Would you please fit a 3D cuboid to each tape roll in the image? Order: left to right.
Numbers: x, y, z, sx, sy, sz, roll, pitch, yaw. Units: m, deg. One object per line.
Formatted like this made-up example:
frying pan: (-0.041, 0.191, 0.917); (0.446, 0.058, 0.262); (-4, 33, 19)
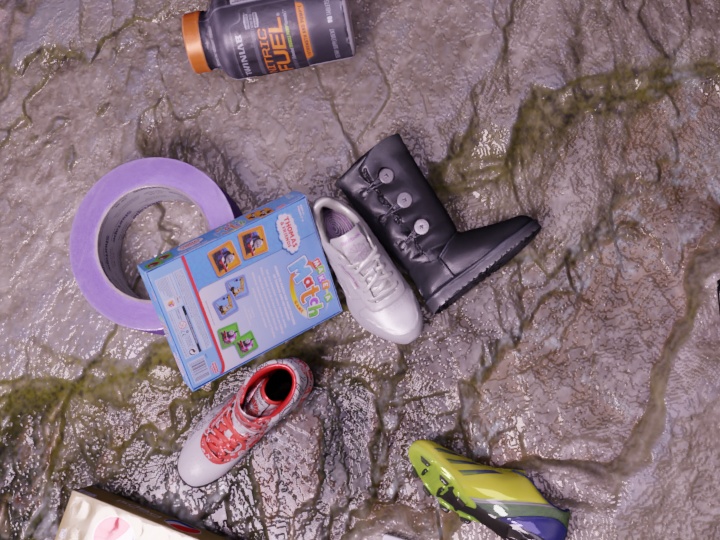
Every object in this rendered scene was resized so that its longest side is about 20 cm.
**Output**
tape roll: (-0.233, -0.026, 1.164); (0.197, 0.085, 0.203); (-1, 83, 6)

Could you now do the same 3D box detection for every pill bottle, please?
pill bottle: (-0.110, -0.288, 1.176); (0.198, 0.106, 0.108); (-10, 82, 4)

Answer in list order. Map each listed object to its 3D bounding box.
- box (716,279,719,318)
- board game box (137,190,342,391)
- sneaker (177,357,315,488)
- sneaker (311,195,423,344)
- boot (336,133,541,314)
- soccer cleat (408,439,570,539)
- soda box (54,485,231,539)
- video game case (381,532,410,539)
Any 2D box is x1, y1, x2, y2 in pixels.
box: (0.452, 0.097, 1.049); (0.085, 0.164, 0.203); (-4, 83, 4)
board game box: (-0.129, 0.021, 1.102); (0.199, 0.037, 0.153); (-27, 116, -20)
sneaker: (-0.140, 0.171, 1.118); (0.201, 0.108, 0.067); (-40, 81, -1)
sneaker: (0.000, 0.000, 1.133); (0.075, 0.100, 0.201); (-36, 83, -3)
boot: (0.090, -0.077, 1.157); (0.164, 0.066, 0.201); (-36, 77, -2)
soccer cleat: (0.145, 0.248, 1.118); (0.199, 0.065, 0.084); (33, 57, 12)
soda box: (-0.242, 0.315, 1.131); (0.198, 0.064, 0.068); (19, 84, 8)
video game case: (0.103, 0.396, 1.114); (0.198, 0.018, 0.145); (15, 84, 7)
